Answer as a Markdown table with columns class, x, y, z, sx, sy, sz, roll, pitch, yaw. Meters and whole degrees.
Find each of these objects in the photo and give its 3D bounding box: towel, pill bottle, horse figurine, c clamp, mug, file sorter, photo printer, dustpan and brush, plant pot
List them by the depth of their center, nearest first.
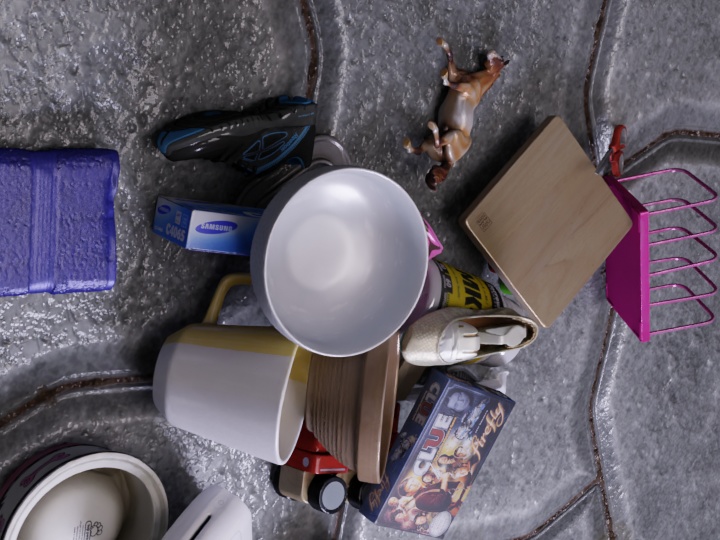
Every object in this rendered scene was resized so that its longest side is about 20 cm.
| class | x | y | z | sx | sy | sz | roll | pitch | yaw |
| --- | --- | --- | --- | --- | --- | --- | --- | --- | --- |
| towel | -0.334 | -0.048 | 1.261 | 0.199 | 0.049 | 0.149 | -4 | 102 | -39 |
| mug | -0.138 | 0.113 | 1.416 | 0.187 | 0.152 | 0.150 | -70 | 166 | -49 |
| photo printer | -0.188 | 0.337 | 1.442 | 0.167 | 0.069 | 0.200 | -53 | 165 | -26 |
| plant pot | -0.010 | 0.135 | 1.452 | 0.201 | 0.092 | 0.202 | 7 | 90 | -84 |
| c clamp | -0.057 | -0.064 | 1.496 | 0.200 | 0.027 | 0.172 | -33 | 124 | -25 |
| horse figurine | 0.112 | -0.190 | 1.567 | 0.132 | 0.050 | 0.201 | 22 | 84 | -60 |
| pill bottle | 0.115 | 0.055 | 1.629 | 0.200 | 0.114 | 0.115 | 21 | 93 | -43 |
| dustpan and brush | 0.149 | 0.157 | 1.715 | 0.200 | 0.139 | 0.058 | 38 | 44 | -57 |
| file sorter | 0.429 | -0.028 | 1.816 | 0.125 | 0.139 | 0.201 | -10 | 116 | -7 |

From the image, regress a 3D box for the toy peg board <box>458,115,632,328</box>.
| class | x | y | z | sx | sy | sz | roll | pitch | yaw |
| --- | --- | --- | --- | --- | --- | --- | --- | --- | --- |
| toy peg board | 0.227 | -0.066 | 1.707 | 0.200 | 0.098 | 0.199 | -48 | 115 | -17 |

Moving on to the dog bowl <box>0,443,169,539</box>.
| class | x | y | z | sx | sy | sz | roll | pitch | yaw |
| --- | --- | --- | --- | --- | --- | --- | --- | --- | --- |
| dog bowl | -0.310 | 0.276 | 1.385 | 0.199 | 0.074 | 0.201 | -15 | 115 | -36 |

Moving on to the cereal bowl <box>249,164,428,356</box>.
| class | x | y | z | sx | sy | sz | roll | pitch | yaw |
| --- | --- | --- | --- | --- | --- | --- | --- | --- | --- |
| cereal bowl | -0.031 | -0.014 | 1.343 | 0.199 | 0.083 | 0.201 | -7 | 104 | -30 |

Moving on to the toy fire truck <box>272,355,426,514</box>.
| class | x | y | z | sx | sy | sz | roll | pitch | yaw |
| --- | --- | --- | --- | --- | --- | --- | --- | --- | --- |
| toy fire truck | 0.000 | 0.195 | 1.594 | 0.175 | 0.128 | 0.201 | 7 | 90 | -41 |

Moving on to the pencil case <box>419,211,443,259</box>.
| class | x | y | z | sx | sy | sz | roll | pitch | yaw |
| --- | --- | --- | --- | --- | --- | --- | --- | --- | --- |
| pencil case | 0.000 | 0.000 | 1.508 | 0.200 | 0.091 | 0.094 | -39 | 131 | -12 |

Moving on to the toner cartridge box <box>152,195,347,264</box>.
| class | x | y | z | sx | sy | sz | roll | pitch | yaw |
| --- | --- | --- | --- | --- | --- | --- | --- | --- | --- |
| toner cartridge box | -0.115 | -0.043 | 1.392 | 0.199 | 0.095 | 0.043 | 6 | 98 | -33 |

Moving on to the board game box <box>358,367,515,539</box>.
| class | x | y | z | sx | sy | sz | roll | pitch | yaw |
| --- | --- | --- | --- | --- | --- | --- | --- | --- | --- |
| board game box | 0.096 | 0.229 | 1.584 | 0.135 | 0.035 | 0.201 | 21 | 98 | -43 |

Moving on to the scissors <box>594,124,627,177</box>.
| class | x | y | z | sx | sy | sz | roll | pitch | yaw |
| --- | --- | --- | --- | --- | --- | --- | --- | --- | --- |
| scissors | 0.338 | -0.163 | 1.735 | 0.200 | 0.014 | 0.074 | -9 | 107 | -68 |

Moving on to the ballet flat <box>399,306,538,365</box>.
| class | x | y | z | sx | sy | sz | roll | pitch | yaw |
| --- | --- | --- | --- | --- | --- | --- | --- | --- | --- |
| ballet flat | 0.136 | 0.076 | 1.533 | 0.199 | 0.062 | 0.068 | -10 | 105 | -40 |

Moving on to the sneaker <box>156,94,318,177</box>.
| class | x | y | z | sx | sy | sz | roll | pitch | yaw |
| --- | --- | --- | --- | --- | --- | --- | --- | --- | --- |
| sneaker | -0.125 | -0.134 | 1.380 | 0.199 | 0.073 | 0.082 | -15 | 114 | -35 |
